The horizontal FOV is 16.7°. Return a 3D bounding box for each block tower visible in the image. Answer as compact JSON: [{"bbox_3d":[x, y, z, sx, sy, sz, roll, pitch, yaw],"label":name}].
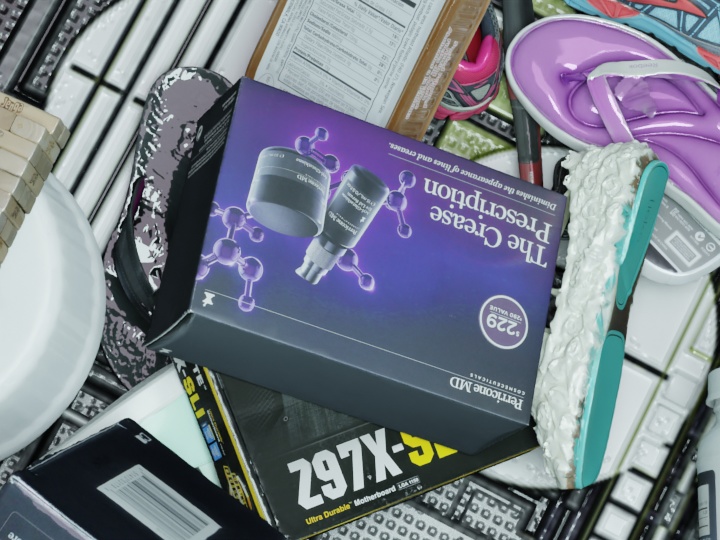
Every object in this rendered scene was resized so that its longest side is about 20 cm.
[{"bbox_3d":[-0.225,0.000,1.285,0.058,0.054,0.201,24,81,7],"label":"block tower"}]

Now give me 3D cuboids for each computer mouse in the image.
[{"bbox_3d":[0.230,-0.064,1.449,0.200,0.044,0.110,-38,76,-10],"label":"computer mouse"}]

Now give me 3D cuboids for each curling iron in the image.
[{"bbox_3d":[0.105,-0.112,1.459,0.049,0.026,0.201,-3,74,-30],"label":"curling iron"}]

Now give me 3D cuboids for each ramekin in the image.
[{"bbox_3d":[-0.246,0.010,1.361,0.200,0.098,0.201,0,80,1],"label":"ramekin"}]

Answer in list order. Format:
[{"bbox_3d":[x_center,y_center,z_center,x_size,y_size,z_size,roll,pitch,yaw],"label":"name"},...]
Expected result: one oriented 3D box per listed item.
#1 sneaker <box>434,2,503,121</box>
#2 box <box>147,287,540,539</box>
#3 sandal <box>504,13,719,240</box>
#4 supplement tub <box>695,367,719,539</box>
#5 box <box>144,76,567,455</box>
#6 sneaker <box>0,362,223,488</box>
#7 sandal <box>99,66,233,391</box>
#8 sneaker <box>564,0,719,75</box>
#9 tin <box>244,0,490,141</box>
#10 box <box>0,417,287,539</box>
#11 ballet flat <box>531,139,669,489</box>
[{"bbox_3d":[0.037,-0.191,1.441,0.080,0.075,0.201,-24,82,-8],"label":"sneaker"},{"bbox_3d":[0.001,0.054,1.377,0.199,0.049,0.160,-18,83,-28],"label":"box"},{"bbox_3d":[0.176,-0.089,1.409,0.202,0.050,0.083,34,76,10],"label":"sandal"},{"bbox_3d":[0.258,0.155,1.363,0.140,0.140,0.201,1,80,-4],"label":"supplement tub"},{"bbox_3d":[0.000,0.000,1.325,0.199,0.079,0.142,19,69,-18],"label":"box"},{"bbox_3d":[-0.148,0.155,1.367,0.200,0.074,0.118,-36,94,-3],"label":"sneaker"},{"bbox_3d":[-0.112,-0.021,1.411,0.075,0.048,0.201,5,82,-1],"label":"sandal"},{"bbox_3d":[0.192,-0.173,1.421,0.199,0.096,0.080,18,71,12],"label":"sneaker"},{"bbox_3d":[0.003,-0.136,1.399,0.112,0.042,0.201,32,106,22],"label":"tin"},{"bbox_3d":[-0.154,0.197,1.231,0.117,0.197,0.200,36,101,6],"label":"box"},{"bbox_3d":[0.123,0.023,1.379,0.071,0.072,0.201,15,83,-2],"label":"ballet flat"}]
